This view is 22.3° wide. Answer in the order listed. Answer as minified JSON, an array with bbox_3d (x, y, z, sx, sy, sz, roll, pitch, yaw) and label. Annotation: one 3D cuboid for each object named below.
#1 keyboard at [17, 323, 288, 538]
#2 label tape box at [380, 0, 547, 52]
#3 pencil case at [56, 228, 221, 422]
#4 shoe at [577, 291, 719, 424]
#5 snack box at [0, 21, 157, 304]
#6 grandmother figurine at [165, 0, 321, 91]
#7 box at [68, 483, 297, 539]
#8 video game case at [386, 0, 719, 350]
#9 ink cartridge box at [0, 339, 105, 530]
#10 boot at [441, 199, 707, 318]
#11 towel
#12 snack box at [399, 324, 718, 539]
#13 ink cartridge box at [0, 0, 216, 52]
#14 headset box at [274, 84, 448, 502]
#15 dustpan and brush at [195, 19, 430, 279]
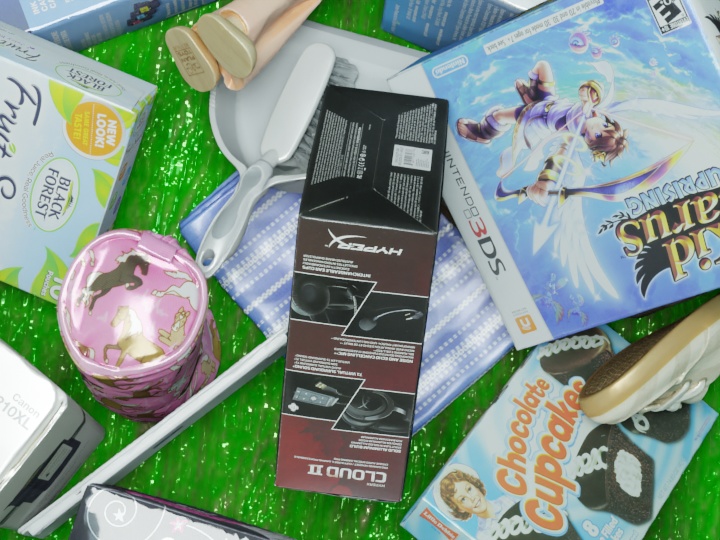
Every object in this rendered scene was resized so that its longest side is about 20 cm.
[{"bbox_3d":[-0.119,0.098,1.098,0.200,0.056,0.011,-37,85,-3],"label":"keyboard"},{"bbox_3d":[0.116,-0.155,1.116,0.200,0.143,0.066,23,80,2],"label":"label tape box"},{"bbox_3d":[-0.123,0.035,1.043,0.083,0.200,0.087,-11,80,-4],"label":"pencil case"},{"bbox_3d":[0.211,0.046,1.096,0.200,0.070,0.053,-31,87,-33],"label":"shoe"},{"bbox_3d":[-0.239,-0.081,1.099,0.200,0.053,0.142,23,118,1],"label":"snack box"},{"bbox_3d":[-0.033,-0.181,1.131,0.200,0.121,0.061,-42,117,-33],"label":"grandmother figurine"},{"bbox_3d":[-0.073,0.203,1.050,0.200,0.132,0.115,16,81,1],"label":"box"},{"bbox_3d":[0.135,-0.065,1.025,0.045,0.200,0.182,-37,103,-50],"label":"video game case"},{"bbox_3d":[-0.232,0.071,1.032,0.145,0.200,0.084,37,81,4],"label":"ink cartridge box"},{"bbox_3d":[0.143,-0.053,1.094,0.200,0.146,0.070,30,52,-2],"label":"boot"},{"bbox_3d":[0.000,0.000,1.145,0.145,0.024,0.200,-40,84,-7],"label":"towel"},{"bbox_3d":[0.121,0.116,1.073,0.116,0.037,0.200,38,48,4],"label":"snack box"},{"bbox_3d":[-0.185,-0.212,1.149,0.200,0.076,0.137,-21,82,-4],"label":"ink cartridge box"},{"bbox_3d":[0.001,0.020,1.028,0.077,0.149,0.200,8,124,1],"label":"headset box"},{"bbox_3d":[-0.047,-0.074,1.109,0.139,0.057,0.200,18,72,21],"label":"dustpan and brush"}]
